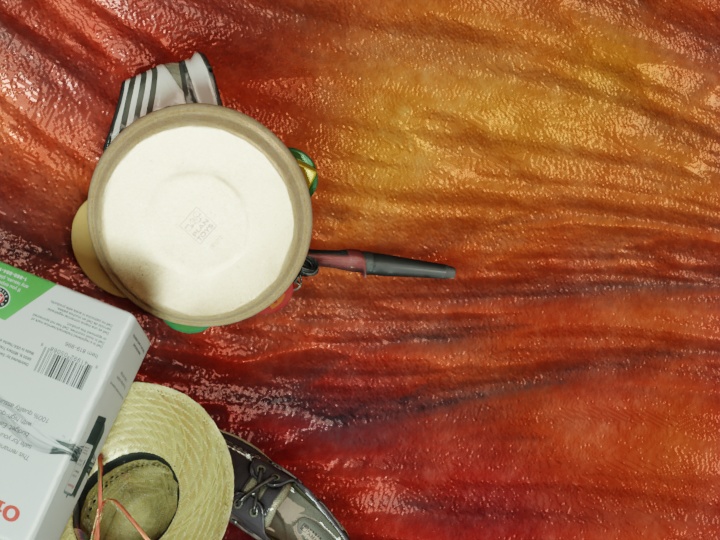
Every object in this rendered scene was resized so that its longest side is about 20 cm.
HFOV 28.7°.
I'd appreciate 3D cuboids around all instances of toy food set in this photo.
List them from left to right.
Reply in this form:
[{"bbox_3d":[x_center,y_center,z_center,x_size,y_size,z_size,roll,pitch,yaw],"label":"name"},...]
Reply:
[{"bbox_3d":[-0.134,-0.042,1.191,0.197,0.049,0.201,26,106,-7],"label":"toy food set"}]

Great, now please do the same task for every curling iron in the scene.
[{"bbox_3d":[0.000,0.000,1.314,0.198,0.026,0.050,3,45,-28],"label":"curling iron"}]

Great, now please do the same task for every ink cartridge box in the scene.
[{"bbox_3d":[-0.276,0.110,1.118,0.145,0.083,0.202,21,73,9],"label":"ink cartridge box"}]

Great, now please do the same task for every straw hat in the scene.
[{"bbox_3d":[-0.188,0.199,1.166,0.199,0.085,0.203,-5,66,11],"label":"straw hat"}]

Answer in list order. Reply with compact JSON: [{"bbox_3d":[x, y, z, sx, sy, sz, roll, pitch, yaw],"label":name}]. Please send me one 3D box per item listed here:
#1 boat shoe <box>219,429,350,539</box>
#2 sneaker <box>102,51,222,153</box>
[{"bbox_3d":[-0.082,0.201,1.231,0.200,0.065,0.072,40,71,-14],"label":"boat shoe"},{"bbox_3d":[-0.163,-0.081,1.243,0.114,0.076,0.203,-16,96,-6],"label":"sneaker"}]
